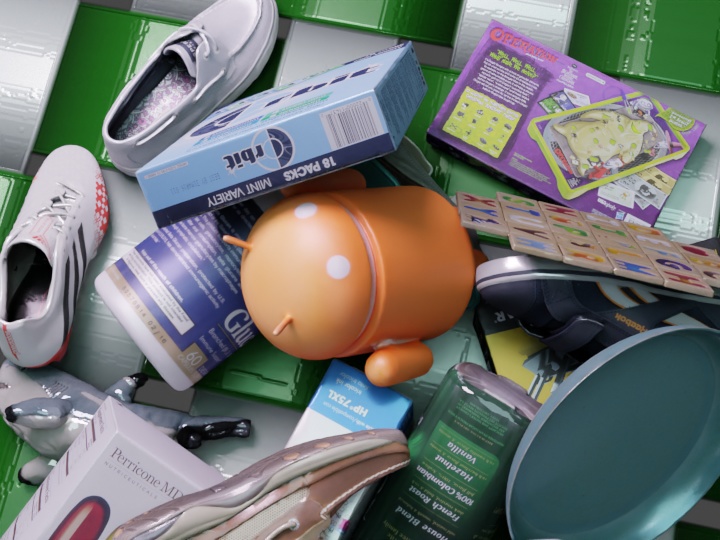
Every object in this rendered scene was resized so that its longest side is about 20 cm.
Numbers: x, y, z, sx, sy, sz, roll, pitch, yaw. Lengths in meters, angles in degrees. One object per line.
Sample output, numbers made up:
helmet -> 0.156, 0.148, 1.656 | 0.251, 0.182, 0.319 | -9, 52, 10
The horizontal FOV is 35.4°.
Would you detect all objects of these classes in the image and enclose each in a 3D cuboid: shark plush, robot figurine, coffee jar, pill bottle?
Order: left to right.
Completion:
shark plush -> -0.187, 0.104, 0.870 | 0.198, 0.091, 0.084 | -3, 43, 7
pill bottle -> -0.095, -0.010, 0.872 | 0.200, 0.111, 0.111 | -39, 75, -8
robot figurine -> 0.001, 0.001, 0.788 | 0.116, 0.199, 0.145 | 10, 103, 46
coffee jar -> 0.054, 0.168, 0.792 | 0.085, 0.104, 0.201 | 30, 97, 12

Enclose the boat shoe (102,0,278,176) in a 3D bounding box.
boat shoe -> -0.144, -0.169, 0.943 | 0.072, 0.069, 0.200 | 42, 80, 13

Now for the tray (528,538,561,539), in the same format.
tray -> 0.033, 0.218, 0.698 | 0.198, 0.022, 0.108 | -4, 39, 7

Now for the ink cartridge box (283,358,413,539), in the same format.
ink cartridge box -> -0.036, 0.175, 0.811 | 0.067, 0.116, 0.201 | 27, 76, 10

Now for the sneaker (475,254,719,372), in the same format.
sneaker -> 0.176, 0.039, 0.789 | 0.199, 0.078, 0.080 | 8, 76, -11

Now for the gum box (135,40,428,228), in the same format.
gum box -> -0.047, -0.102, 0.801 | 0.169, 0.200, 0.045 | -17, 106, 15

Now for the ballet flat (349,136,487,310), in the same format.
ballet flat -> 0.049, -0.058, 0.907 | 0.064, 0.067, 0.200 | -31, 75, -38

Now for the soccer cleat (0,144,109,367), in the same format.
soccer cleat -> -0.245, -0.022, 0.888 | 0.068, 0.085, 0.201 | 4, 62, 5

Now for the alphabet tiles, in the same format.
alphabet tiles -> 0.165, -0.022, 0.796 | 0.199, 0.167, 0.006 | 13, 106, 0

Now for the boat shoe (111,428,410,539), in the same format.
boat shoe -> -0.057, 0.160, 0.721 | 0.199, 0.076, 0.072 | -22, 89, -10

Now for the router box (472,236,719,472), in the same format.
router box -> 0.202, 0.079, 0.861 | 0.199, 0.052, 0.158 | -17, 74, -2

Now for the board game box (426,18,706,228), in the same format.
board game box -> 0.168, -0.113, 0.932 | 0.199, 0.032, 0.120 | 29, 81, 10

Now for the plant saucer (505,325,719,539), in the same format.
plant saucer -> 0.177, 0.116, 0.753 | 0.199, 0.201, 0.027 | -33, 41, -7

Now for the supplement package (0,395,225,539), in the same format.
supplement package -> -0.189, 0.207, 0.783 | 0.114, 0.109, 0.200 | 37, 86, -16
